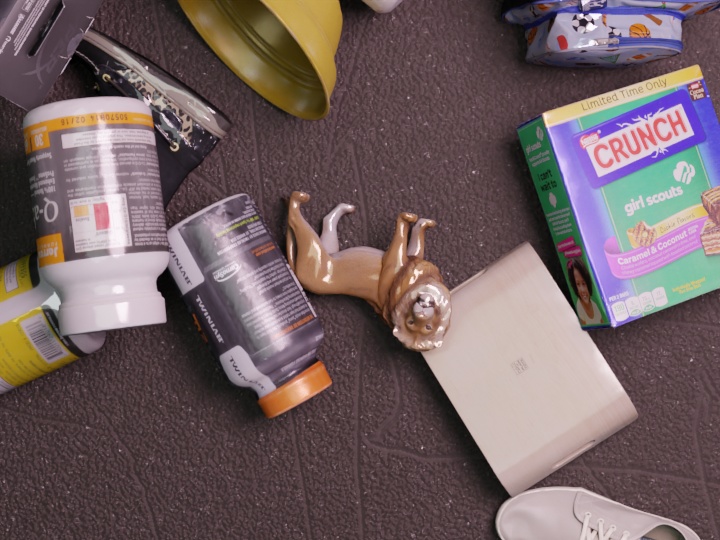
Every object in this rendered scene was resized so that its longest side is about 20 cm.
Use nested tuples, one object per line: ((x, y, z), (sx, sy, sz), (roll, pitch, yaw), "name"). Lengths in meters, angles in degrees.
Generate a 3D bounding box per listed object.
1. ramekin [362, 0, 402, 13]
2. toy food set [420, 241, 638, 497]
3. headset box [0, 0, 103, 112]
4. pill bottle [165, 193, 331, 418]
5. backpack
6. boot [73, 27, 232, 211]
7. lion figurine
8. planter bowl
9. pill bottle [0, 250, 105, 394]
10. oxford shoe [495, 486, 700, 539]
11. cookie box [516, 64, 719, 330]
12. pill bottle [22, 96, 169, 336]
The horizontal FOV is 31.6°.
((0.048, -0.326, 1.144), (0.098, 0.200, 0.200), (44, 93, -5), "ramekin")
((0.151, 0.093, 1.212), (0.143, 0.060, 0.200), (-33, 80, 4), "toy food set")
((-0.318, -0.243, 1.170), (0.200, 0.075, 0.149), (36, 94, 47), "headset box")
((-0.104, 0.037, 1.198), (0.106, 0.106, 0.200), (-29, 88, 4), "pill bottle")
((0.229, -0.258, 1.139), (0.190, 0.200, 0.155), (-9, 101, -6), "backpack")
((-0.244, -0.137, 1.225), (0.203, 0.073, 0.154), (33, 95, 4), "boot")
((0.000, 0.000, 1.204), (0.199, 0.072, 0.123), (13, 90, 26), "lion figurine")
((-0.077, -0.238, 1.164), (0.200, 0.200, 0.083), (42, 75, 3), "planter bowl")
((-0.355, 0.063, 1.213), (0.199, 0.111, 0.112), (-24, 89, 3), "pill bottle")
((0.227, 0.252, 1.202), (0.199, 0.058, 0.075), (12, 94, 5), "oxford shoe")
((0.256, -0.067, 1.165), (0.171, 0.075, 0.201), (-19, 89, -16), "cookie box")
((-0.232, -0.047, 1.132), (0.116, 0.116, 0.201), (-7, 87, 4), "pill bottle")
